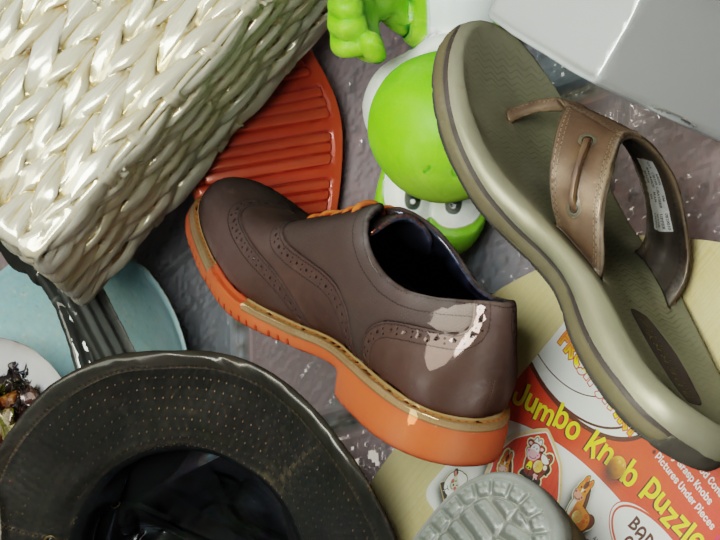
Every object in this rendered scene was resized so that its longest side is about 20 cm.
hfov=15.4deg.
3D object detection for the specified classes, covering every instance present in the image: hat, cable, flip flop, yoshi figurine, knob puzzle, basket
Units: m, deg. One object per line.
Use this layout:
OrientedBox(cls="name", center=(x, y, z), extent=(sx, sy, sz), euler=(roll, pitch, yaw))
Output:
OrientedBox(cls="hat", center=(-0.063, 0.120, 1.115), extent=(0.200, 0.081, 0.201), euler=(4, 106, 15))
OrientedBox(cls="cable", center=(-0.124, -0.006, 1.199), extent=(0.200, 0.050, 0.097), euler=(53, 136, 32))
OrientedBox(cls="flip flop", center=(0.093, -0.017, 0.986), extent=(0.058, 0.081, 0.200), euler=(-46, 54, 28))
OrientedBox(cls="yoshi figurine", center=(0.041, -0.108, 1.090), extent=(0.112, 0.112, 0.200), euler=(0, 83, 34))
OrientedBox(cls="knob puzzle", center=(0.107, 0.075, 1.020), extent=(0.219, 0.030, 0.220), euler=(-16, 66, 40))
OrientedBox(cls="basket", center=(-0.110, -0.096, 1.110), extent=(0.123, 0.136, 0.200), euler=(40, 86, 10))

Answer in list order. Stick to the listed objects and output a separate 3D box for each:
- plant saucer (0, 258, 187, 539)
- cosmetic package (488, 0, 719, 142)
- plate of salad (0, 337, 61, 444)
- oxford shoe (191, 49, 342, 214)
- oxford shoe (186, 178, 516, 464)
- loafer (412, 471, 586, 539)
OrientedBox(cls="plant saucer", center=(-0.136, 0.087, 1.240), extent=(0.201, 0.039, 0.201), euler=(-15, 67, 39))
OrientedBox(cls="cosmetic package", center=(0.142, -0.158, 1.014), extent=(0.074, 0.102, 0.200), euler=(36, 101, 44))
OrientedBox(cls="plate of salad", center=(-0.200, 0.123, 1.220), extent=(0.200, 0.048, 0.200), euler=(-20, 59, 37))
OrientedBox(cls="oxford shoe", center=(-0.053, -0.077, 1.209), extent=(0.073, 0.071, 0.200), euler=(126, 137, -71))
OrientedBox(cls="oxford shoe", center=(0.000, 0.000, 1.064), extent=(0.200, 0.071, 0.073), euler=(37, 119, 44))
OrientedBox(cls="loafer", center=(0.021, 0.162, 1.006), extent=(0.200, 0.070, 0.075), euler=(-47, 57, 17))
